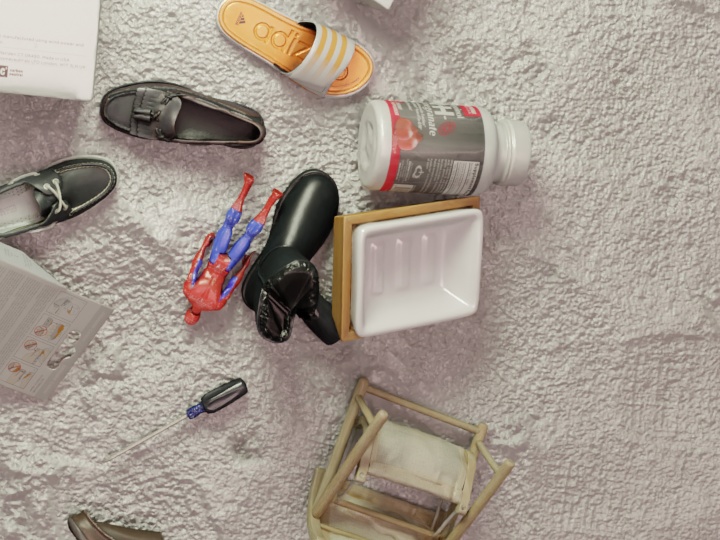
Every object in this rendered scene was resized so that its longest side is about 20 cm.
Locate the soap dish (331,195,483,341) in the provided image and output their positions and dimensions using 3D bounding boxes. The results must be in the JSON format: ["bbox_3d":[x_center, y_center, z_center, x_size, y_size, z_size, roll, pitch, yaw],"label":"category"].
[{"bbox_3d":[0.054,-0.008,1.686,0.199,0.081,0.158,-10,111,-30],"label":"soap dish"}]

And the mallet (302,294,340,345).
[{"bbox_3d":[0.000,0.000,1.729,0.066,0.041,0.200,40,87,-22],"label":"mallet"}]

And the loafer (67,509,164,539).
[{"bbox_3d":[-0.281,0.353,1.724,0.200,0.073,0.071,39,80,-23],"label":"loafer"}]

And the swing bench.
[{"bbox_3d":[0.056,0.276,1.757,0.198,0.130,0.201,23,101,-18],"label":"swing bench"}]

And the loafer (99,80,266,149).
[{"bbox_3d":[-0.207,-0.182,1.621,0.199,0.063,0.072,7,100,-15],"label":"loafer"}]

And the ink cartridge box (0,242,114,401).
[{"bbox_3d":[-0.420,0.056,1.620,0.200,0.050,0.161,26,111,-37],"label":"ink cartridge box"}]

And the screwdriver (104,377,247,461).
[{"bbox_3d":[-0.230,0.191,1.712,0.199,0.029,0.028,-30,107,-11],"label":"screwdriver"}]

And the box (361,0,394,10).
[{"bbox_3d":[0.022,-0.426,1.607,0.124,0.097,0.201,29,94,-18],"label":"box"}]

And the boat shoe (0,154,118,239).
[{"bbox_3d":[-0.377,-0.080,1.602,0.199,0.060,0.076,-24,107,-8],"label":"boat shoe"}]

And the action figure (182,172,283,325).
[{"bbox_3d":[-0.164,-0.019,1.676,0.065,0.052,0.201,28,99,-12],"label":"action figure"}]

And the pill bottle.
[{"bbox_3d":[0.103,-0.149,1.681,0.199,0.111,0.111,2,102,-14],"label":"pill bottle"}]

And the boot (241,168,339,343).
[{"bbox_3d":[-0.072,-0.018,1.636,0.076,0.168,0.201,29,94,-18],"label":"boot"}]

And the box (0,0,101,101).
[{"bbox_3d":[-0.390,-0.298,1.515,0.198,0.131,0.201,4,102,-15],"label":"box"}]

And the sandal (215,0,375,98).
[{"bbox_3d":[-0.077,-0.264,1.637,0.206,0.059,0.079,21,97,-17],"label":"sandal"}]
